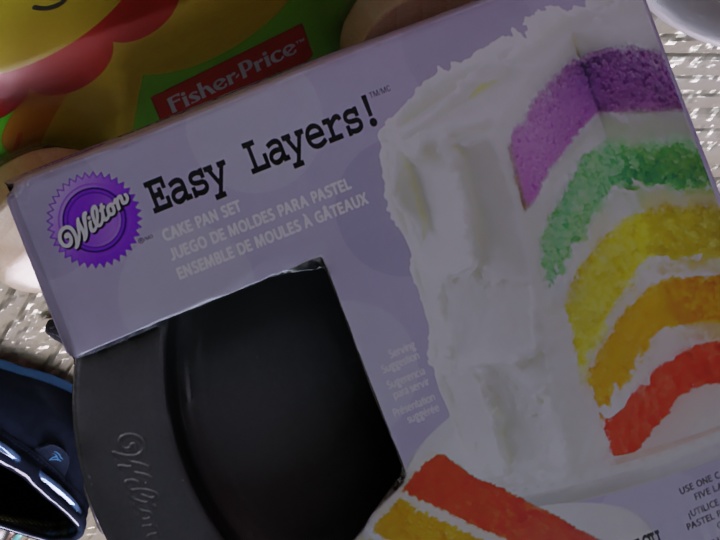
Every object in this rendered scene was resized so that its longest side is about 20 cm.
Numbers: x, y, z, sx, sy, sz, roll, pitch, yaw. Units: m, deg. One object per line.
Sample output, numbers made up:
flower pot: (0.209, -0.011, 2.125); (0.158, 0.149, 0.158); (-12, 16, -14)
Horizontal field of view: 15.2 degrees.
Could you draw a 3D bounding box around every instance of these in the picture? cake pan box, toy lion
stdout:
cake pan box: (0.014, 0.027, 0.769); (0.199, 0.185, 0.052); (-20, -179, -9)
toy lion: (-0.074, -0.096, 0.765); (0.199, 0.069, 0.192); (-26, 140, -5)

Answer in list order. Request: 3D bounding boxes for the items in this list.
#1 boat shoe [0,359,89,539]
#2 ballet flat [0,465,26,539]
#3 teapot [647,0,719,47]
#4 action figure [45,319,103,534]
boat shoe: (-0.176, 0.066, 1.065); (0.199, 0.069, 0.084); (12, 145, -41)
ballet flat: (-0.217, 0.133, 1.205); (0.068, 0.068, 0.200); (15, 134, -31)
teapot: (0.193, -0.125, 0.763); (0.200, 0.197, 0.146); (-45, 113, -5)
action figure: (-0.020, 0.039, 1.057); (0.192, 0.105, 0.200); (-19, 180, 1)
